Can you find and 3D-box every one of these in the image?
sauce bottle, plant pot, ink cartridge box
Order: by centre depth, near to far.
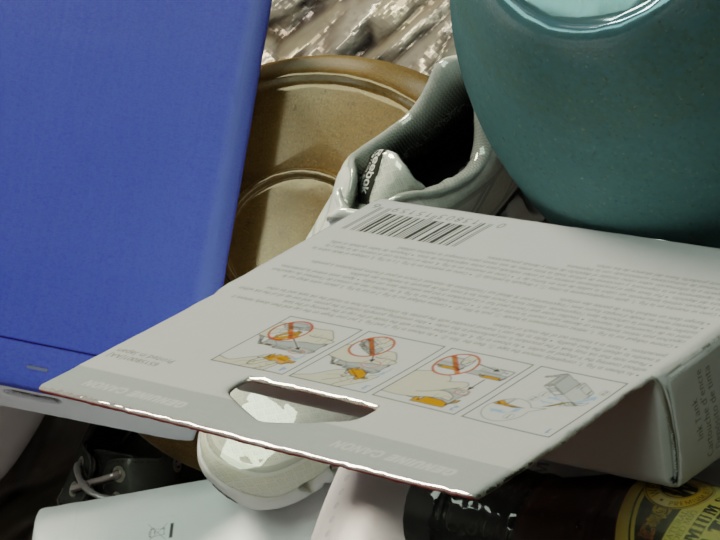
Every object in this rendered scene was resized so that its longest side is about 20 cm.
[{"bbox_3d":[0.102,0.097,0.792,0.199,0.066,0.066,15,65,33],"label":"sauce bottle"},{"bbox_3d":[0.025,0.035,0.839,0.199,0.044,0.173,10,30,44],"label":"ink cartridge box"},{"bbox_3d":[0.108,-0.101,0.881,0.199,0.135,0.201,-8,73,29],"label":"plant pot"},{"bbox_3d":[-0.025,-0.009,1.069,0.199,0.028,0.201,-5,62,9],"label":"plant pot"}]

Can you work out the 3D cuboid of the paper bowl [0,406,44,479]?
[{"bbox_3d":[-0.190,0.022,1.141,0.201,0.104,0.201,-51,24,34],"label":"paper bowl"}]

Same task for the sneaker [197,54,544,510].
[{"bbox_3d":[0.000,0.000,0.999,0.075,0.081,0.200,30,74,22],"label":"sneaker"}]

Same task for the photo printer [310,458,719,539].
[{"bbox_3d":[0.077,0.097,0.894,0.199,0.070,0.167,6,57,29],"label":"photo printer"}]

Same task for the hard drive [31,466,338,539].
[{"bbox_3d":[-0.038,0.135,0.986,0.199,0.026,0.132,-11,49,17],"label":"hard drive"}]

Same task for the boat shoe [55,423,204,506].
[{"bbox_3d":[-0.088,0.059,1.096,0.067,0.057,0.201,8,61,42],"label":"boat shoe"}]

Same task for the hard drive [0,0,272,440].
[{"bbox_3d":[-0.115,-0.039,1.050,0.131,0.025,0.201,12,64,-6],"label":"hard drive"}]
